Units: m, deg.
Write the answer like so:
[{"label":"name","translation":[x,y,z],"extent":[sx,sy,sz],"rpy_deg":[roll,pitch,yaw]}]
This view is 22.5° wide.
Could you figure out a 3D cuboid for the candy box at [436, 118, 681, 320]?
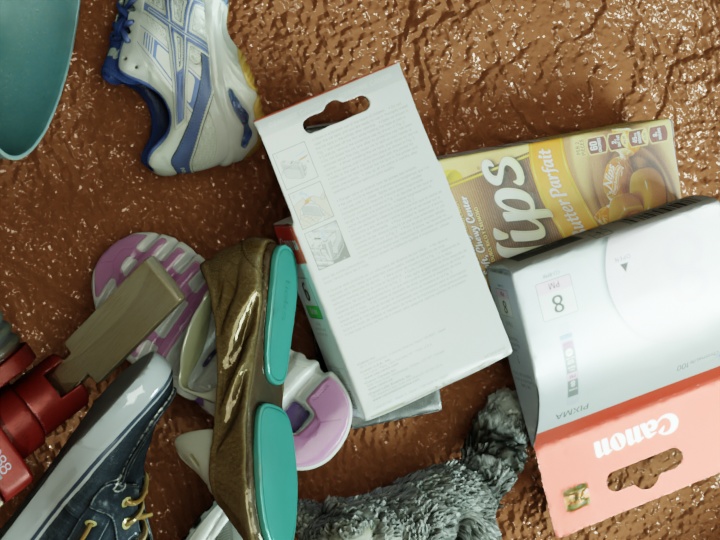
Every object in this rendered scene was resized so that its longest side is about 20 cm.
[{"label":"candy box","translation":[0.125,-0.032,1.250],"extent":[0.199,0.055,0.116],"rpy_deg":[-11,96,-18]}]

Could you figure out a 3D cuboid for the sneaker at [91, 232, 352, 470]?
[{"label":"sneaker","translation":[-0.092,0.059,1.174],"extent":[0.200,0.089,0.081],"rpy_deg":[40,81,8]}]

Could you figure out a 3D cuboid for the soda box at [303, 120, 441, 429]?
[{"label":"soda box","translation":[0.000,0.000,1.207],"extent":[0.070,0.063,0.201],"rpy_deg":[-10,93,-18]}]

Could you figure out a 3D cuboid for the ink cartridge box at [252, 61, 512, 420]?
[{"label":"ink cartridge box","translation":[0.009,-0.018,1.150],"extent":[0.108,0.050,0.201],"rpy_deg":[-23,97,-16]}]

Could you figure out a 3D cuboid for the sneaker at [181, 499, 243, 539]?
[{"label":"sneaker","translation":[-0.092,0.206,1.147],"extent":[0.079,0.074,0.200],"rpy_deg":[34,55,1]}]

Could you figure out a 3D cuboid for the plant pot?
[{"label":"plant pot","translation":[-0.256,-0.174,1.070],"extent":[0.134,0.200,0.202],"rpy_deg":[8,88,7]}]

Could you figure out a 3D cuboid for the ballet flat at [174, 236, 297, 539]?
[{"label":"ballet flat","translation":[-0.077,0.078,1.096],"extent":[0.072,0.068,0.201],"rpy_deg":[-6,75,20]}]

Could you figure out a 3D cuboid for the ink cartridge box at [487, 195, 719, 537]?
[{"label":"ink cartridge box","translation":[0.187,0.067,1.228],"extent":[0.162,0.057,0.201],"rpy_deg":[-19,98,-17]}]

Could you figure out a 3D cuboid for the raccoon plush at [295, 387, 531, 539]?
[{"label":"raccoon plush","translation":[0.026,0.141,1.198],"extent":[0.134,0.096,0.201],"rpy_deg":[41,50,-32]}]

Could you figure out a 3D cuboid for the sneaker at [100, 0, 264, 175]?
[{"label":"sneaker","translation":[-0.129,-0.158,1.156],"extent":[0.088,0.075,0.201],"rpy_deg":[-20,96,-16]}]

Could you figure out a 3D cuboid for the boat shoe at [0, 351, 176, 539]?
[{"label":"boat shoe","translation":[-0.154,0.145,1.126],"extent":[0.091,0.071,0.201],"rpy_deg":[36,110,-9]}]

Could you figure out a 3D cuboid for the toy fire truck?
[{"label":"toy fire truck","translation":[-0.226,0.040,1.109],"extent":[0.200,0.129,0.177],"rpy_deg":[-37,101,-23]}]
